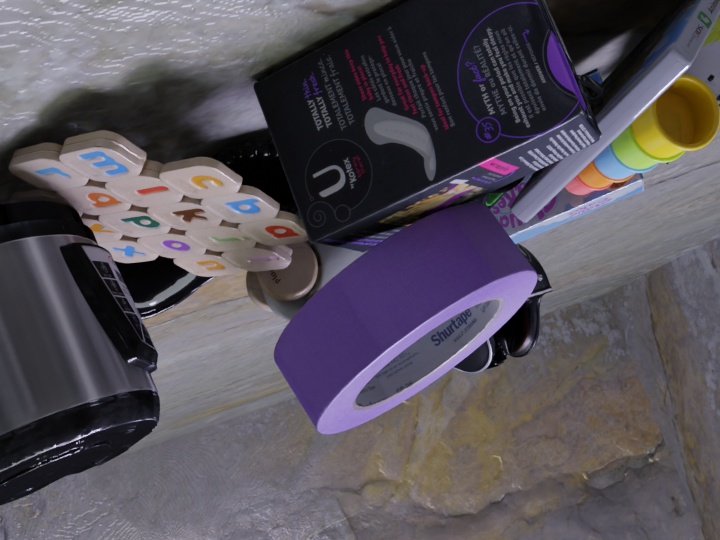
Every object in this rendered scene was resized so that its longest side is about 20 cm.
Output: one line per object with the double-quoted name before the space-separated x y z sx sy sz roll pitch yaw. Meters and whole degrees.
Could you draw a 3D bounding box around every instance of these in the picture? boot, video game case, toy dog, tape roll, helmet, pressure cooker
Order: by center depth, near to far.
"pressure cooker" -0.244 0.044 0.689 0.175 0.202 0.178 -34 166 35
"tape roll" 0.034 0.039 0.771 0.199 0.066 0.201 -32 161 -12
"video game case" 0.210 -0.145 0.812 0.182 0.022 0.200 -51 -178 -42
"toy dog" 0.000 0.000 0.843 0.198 0.097 0.132 -25 177 10
"boot" -0.132 -0.033 0.845 0.209 0.080 0.158 -28 178 -16
"helmet" 0.186 0.043 1.550 0.197 0.193 0.200 7 -163 -2

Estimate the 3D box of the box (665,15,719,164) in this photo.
"box" 0.304 -0.173 0.903 0.117 0.060 0.200 -49 173 1

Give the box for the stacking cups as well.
"stacking cups" 0.220 -0.106 0.869 0.060 0.061 0.200 -17 177 -17

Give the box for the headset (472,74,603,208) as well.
"headset" 0.141 -0.115 0.844 0.124 0.094 0.201 -50 165 -18

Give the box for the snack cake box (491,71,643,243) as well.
"snack cake box" 0.166 -0.096 1.018 0.198 0.116 0.067 -24 170 12

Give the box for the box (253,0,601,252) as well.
"box" 0.048 -0.108 0.706 0.198 0.124 0.106 -24 170 17

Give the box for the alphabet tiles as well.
"alphabet tiles" -0.140 -0.040 0.718 0.193 0.015 0.200 -6 155 33
